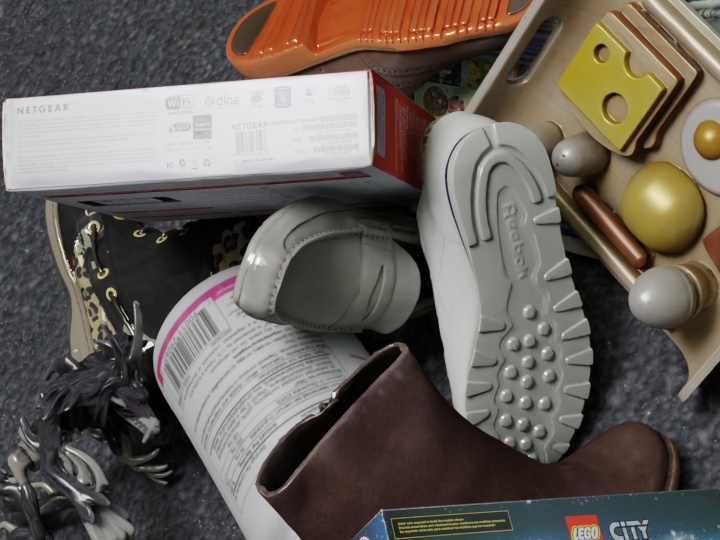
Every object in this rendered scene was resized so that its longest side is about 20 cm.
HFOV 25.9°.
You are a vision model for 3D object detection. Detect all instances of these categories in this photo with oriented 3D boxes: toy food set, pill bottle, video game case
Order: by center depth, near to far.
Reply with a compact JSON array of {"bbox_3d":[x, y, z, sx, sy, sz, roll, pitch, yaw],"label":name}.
[{"bbox_3d":[0.142,-0.052,0.803,0.200,0.060,0.144,50,131,22],"label":"toy food set"},{"bbox_3d":[-0.028,0.097,0.864,0.113,0.113,0.200,-42,51,6],"label":"pill bottle"},{"bbox_3d":[0.091,-0.118,0.887,0.142,0.018,0.202,16,113,36],"label":"video game case"}]

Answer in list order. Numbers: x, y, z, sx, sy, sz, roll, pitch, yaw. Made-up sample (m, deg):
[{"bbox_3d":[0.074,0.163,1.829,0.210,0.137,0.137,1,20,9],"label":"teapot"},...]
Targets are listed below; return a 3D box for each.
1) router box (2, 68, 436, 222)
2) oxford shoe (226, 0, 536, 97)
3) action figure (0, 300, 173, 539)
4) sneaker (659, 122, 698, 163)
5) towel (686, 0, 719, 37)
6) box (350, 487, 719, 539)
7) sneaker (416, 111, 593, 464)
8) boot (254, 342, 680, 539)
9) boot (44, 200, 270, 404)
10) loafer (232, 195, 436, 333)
[{"bbox_3d":[-0.067,-0.063,0.859,0.197,0.179,0.050,-3,86,14],"label":"router box"},{"bbox_3d":[0.022,-0.130,0.900,0.198,0.073,0.072,-4,50,33],"label":"oxford shoe"},{"bbox_3d":[-0.162,0.114,0.930,0.102,0.119,0.200,38,120,0],"label":"action figure"},{"bbox_3d":[0.241,-0.112,0.847,0.199,0.078,0.087,-36,33,8],"label":"sneaker"},{"bbox_3d":[0.241,-0.186,0.838,0.192,0.035,0.200,8,52,53],"label":"towel"},{"bbox_3d":[0.103,0.170,0.689,0.038,0.198,0.138,-52,44,50],"label":"box"},{"bbox_3d":[0.070,0.015,0.838,0.080,0.076,0.203,-158,61,-63],"label":"sneaker"},{"bbox_3d":[0.060,0.099,0.746,0.200,0.167,0.072,-40,29,-19],"label":"boot"},{"bbox_3d":[-0.124,-0.016,1.013,0.149,0.073,0.202,-25,58,20],"label":"boot"},{"bbox_3d":[0.000,0.000,0.852,0.069,0.199,0.071,26,107,23],"label":"loafer"}]
